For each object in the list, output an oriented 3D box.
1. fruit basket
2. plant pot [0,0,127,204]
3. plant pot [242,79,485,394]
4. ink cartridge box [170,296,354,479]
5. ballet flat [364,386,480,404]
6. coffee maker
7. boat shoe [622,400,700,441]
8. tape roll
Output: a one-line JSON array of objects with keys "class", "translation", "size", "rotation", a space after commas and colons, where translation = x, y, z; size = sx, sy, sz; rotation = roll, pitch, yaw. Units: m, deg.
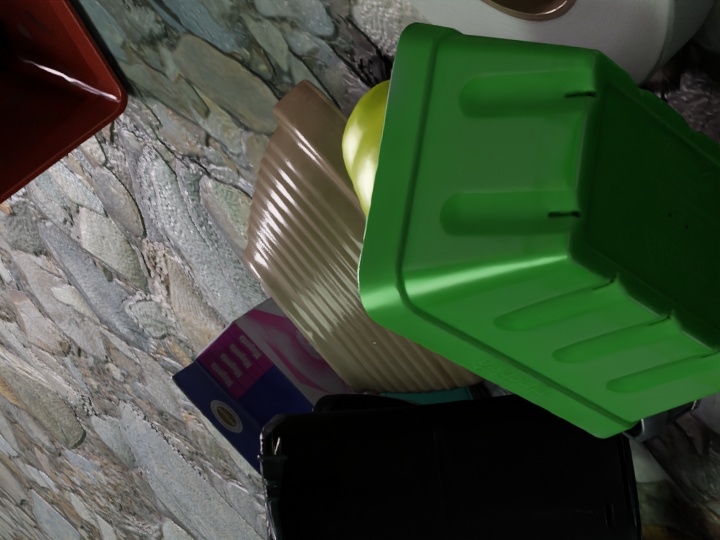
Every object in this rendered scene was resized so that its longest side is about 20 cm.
[{"class": "fruit basket", "translation": [0.063, -0.022, 0.864], "size": [0.214, 0.157, 0.216], "rotation": [9, 162, 3]}, {"class": "plant pot", "translation": [-0.315, -0.152, 1.326], "size": [0.176, 0.199, 0.201], "rotation": [29, 153, 59]}, {"class": "plant pot", "translation": [0.000, 0.000, 1.049], "size": [0.201, 0.093, 0.201], "rotation": [51, 180, 0]}, {"class": "ink cartridge box", "translation": [-0.014, 0.105, 1.250], "size": [0.196, 0.043, 0.200], "rotation": [46, -163, 2]}, {"class": "ballet flat", "translation": [0.017, 0.055, 1.236], "size": [0.200, 0.069, 0.071], "rotation": [53, 174, -18]}, {"class": "coffee maker", "translation": [0.049, 0.135, 1.031], "size": [0.192, 0.199, 0.136], "rotation": [-138, 41, -87]}, {"class": "boat shoe", "translation": [0.107, 0.002, 0.987], "size": [0.200, 0.063, 0.073], "rotation": [50, 157, -8]}, {"class": "tape roll", "translation": [0.065, -0.163, 0.828], "size": [0.202, 0.037, 0.203], "rotation": [37, 155, 21]}]
